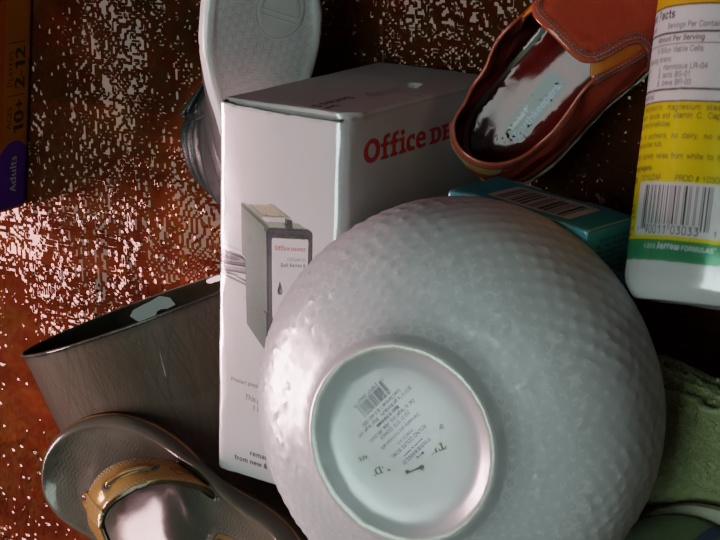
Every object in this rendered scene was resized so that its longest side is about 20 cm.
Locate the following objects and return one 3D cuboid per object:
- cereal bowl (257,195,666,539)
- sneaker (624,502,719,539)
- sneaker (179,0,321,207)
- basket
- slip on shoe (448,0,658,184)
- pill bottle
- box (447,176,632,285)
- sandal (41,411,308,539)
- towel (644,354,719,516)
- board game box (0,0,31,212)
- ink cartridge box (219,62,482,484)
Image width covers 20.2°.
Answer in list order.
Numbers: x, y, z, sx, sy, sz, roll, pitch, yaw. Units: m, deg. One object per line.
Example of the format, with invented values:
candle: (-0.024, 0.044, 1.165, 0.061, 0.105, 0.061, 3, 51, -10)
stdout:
cereal bowl: (0.035, 0.070, 0.932, 0.198, 0.083, 0.202, 7, 106, 25)
sneaker: (0.161, 0.161, 0.927, 0.199, 0.089, 0.068, 3, 118, 54)
sneaker: (-0.068, -0.109, 1.108, 0.099, 0.070, 0.202, 38, 137, 56)
basket: (-0.090, 0.115, 1.176, 0.179, 0.136, 0.202, -16, 97, 45)
slip on shoe: (0.114, -0.122, 0.996, 0.074, 0.061, 0.200, 45, 109, 14)
pill bottle: (0.186, -0.082, 0.919, 0.112, 0.112, 0.202, 6, 89, 34)
box: (0.074, 0.063, 0.992, 0.082, 0.049, 0.202, 18, 110, 33)
sandal: (-0.106, 0.136, 1.067, 0.199, 0.054, 0.082, 29, 114, 36)
towel: (0.203, 0.125, 0.959, 0.199, 0.036, 0.150, 20, 128, 47)
board game box: (-0.341, -0.138, 1.238, 0.198, 0.199, 0.202, 16, 111, 30)
ink cartridge box: (0.000, 0.000, 1.068, 0.083, 0.145, 0.202, 12, 109, 33)
